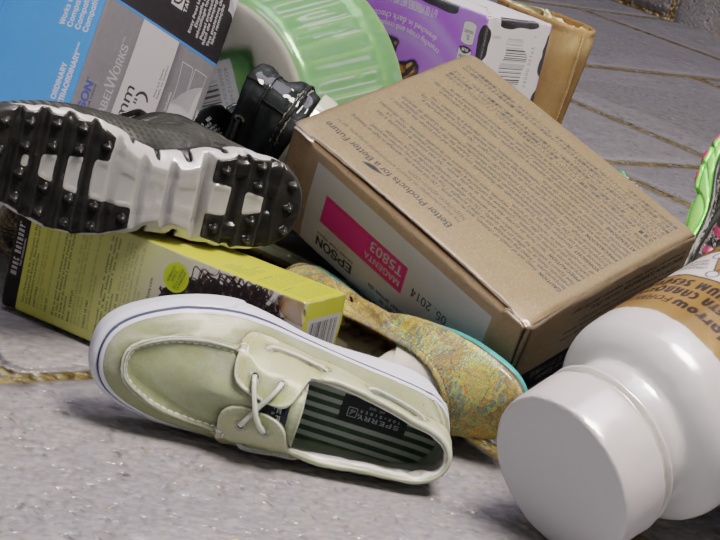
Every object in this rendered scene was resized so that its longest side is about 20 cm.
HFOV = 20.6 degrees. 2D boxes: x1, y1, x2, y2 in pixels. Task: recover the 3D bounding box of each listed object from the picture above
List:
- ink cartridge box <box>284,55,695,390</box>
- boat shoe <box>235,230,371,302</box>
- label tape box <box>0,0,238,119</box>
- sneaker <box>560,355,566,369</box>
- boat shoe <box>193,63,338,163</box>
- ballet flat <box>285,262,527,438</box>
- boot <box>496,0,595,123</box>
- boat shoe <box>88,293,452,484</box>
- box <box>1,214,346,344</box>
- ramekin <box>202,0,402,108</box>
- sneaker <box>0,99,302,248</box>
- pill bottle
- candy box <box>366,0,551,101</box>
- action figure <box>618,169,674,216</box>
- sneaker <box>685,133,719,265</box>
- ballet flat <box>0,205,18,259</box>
[{"bbox_3d":[0.073,-0.029,1.188,0.164,0.076,0.200,-25,56,-39],"label":"ink cartridge box"},{"bbox_3d":[0.000,0.000,1.251,0.199,0.066,0.072,24,-18,20],"label":"boat shoe"},{"bbox_3d":[-0.173,-0.148,1.268,0.063,0.146,0.200,15,-7,31],"label":"label tape box"},{"bbox_3d":[0.200,0.088,1.167,0.198,0.071,0.083,14,7,-22],"label":"sneaker"},{"bbox_3d":[-0.078,-0.082,1.281,0.066,0.075,0.199,37,-18,-8],"label":"boat shoe"},{"bbox_3d":[0.007,0.054,1.127,0.070,0.071,0.199,-2,22,-46],"label":"ballet flat"},{"bbox_3d":[0.092,-0.109,1.511,0.066,0.202,0.175,-1,20,-43],"label":"boot"},{"bbox_3d":[-0.042,0.062,1.021,0.198,0.073,0.062,13,12,-15],"label":"boat shoe"},{"bbox_3d":[-0.109,0.015,1.124,0.198,0.076,0.050,20,16,26],"label":"box"},{"bbox_3d":[-0.075,-0.118,1.419,0.199,0.202,0.097,23,25,31],"label":"ramekin"},{"bbox_3d":[-0.136,-0.058,1.108,0.198,0.067,0.090,10,13,-27],"label":"sneaker"},{"bbox_3d":[0.170,0.064,1.035,0.199,0.115,0.114,-28,38,-35],"label":"pill bottle"},{"bbox_3d":[0.037,-0.109,1.458,0.071,0.202,0.167,-2,21,-44],"label":"candy box"},{"bbox_3d":[0.241,0.006,1.362,0.200,0.055,0.118,42,2,1],"label":"action figure"},{"bbox_3d":[0.247,0.000,1.273,0.083,0.202,0.077,5,-17,34],"label":"sneaker"},{"bbox_3d":[-0.131,0.002,1.226,0.198,0.047,0.067,18,-17,-8],"label":"ballet flat"}]
